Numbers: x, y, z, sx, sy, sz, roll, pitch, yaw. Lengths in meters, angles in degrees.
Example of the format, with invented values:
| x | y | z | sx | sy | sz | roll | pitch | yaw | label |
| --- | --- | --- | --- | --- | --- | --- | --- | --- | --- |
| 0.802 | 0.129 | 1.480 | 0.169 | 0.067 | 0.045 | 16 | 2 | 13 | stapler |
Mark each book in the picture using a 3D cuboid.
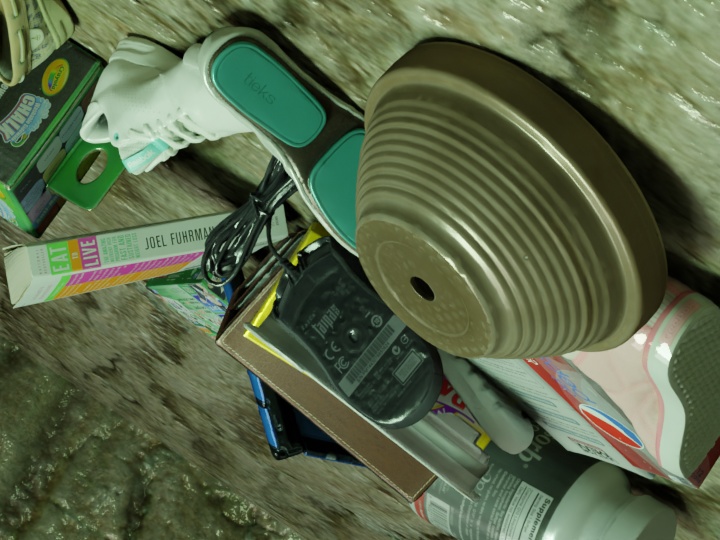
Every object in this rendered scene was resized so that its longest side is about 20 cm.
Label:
| x | y | z | sx | sy | sz | roll | pitch | yaw | label |
| --- | --- | --- | --- | --- | --- | --- | --- | --- | --- |
| -0.168 | -0.015 | 1.865 | 0.134 | 0.199 | 0.048 | 163 | 97 | -73 | book |

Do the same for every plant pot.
| x | y | z | sx | sy | sz | roll | pitch | yaw | label |
| --- | --- | --- | --- | --- | --- | --- | --- | --- | --- |
| 0.062 | -0.019 | 1.322 | 0.201 | 0.093 | 0.201 | 37 | 154 | 21 | plant pot |

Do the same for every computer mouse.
| x | y | z | sx | sy | sz | roll | pitch | yaw | label |
| --- | --- | --- | --- | --- | --- | --- | --- | --- | --- |
| 0.000 | 0.000 | 1.586 | 0.200 | 0.141 | 0.046 | 40 | -164 | 21 | computer mouse |

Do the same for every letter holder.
| x | y | z | sx | sy | sz | roll | pitch | yaw | label |
| --- | --- | --- | --- | --- | --- | --- | --- | --- | --- |
| 0.013 | 0.051 | 1.846 | 0.200 | 0.142 | 0.101 | 39 | -161 | -9 | letter holder |

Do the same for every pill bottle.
| x | y | z | sx | sy | sz | roll | pitch | yaw | label |
| --- | --- | --- | --- | --- | --- | --- | --- | --- | --- |
| 0.146 | 0.188 | 1.938 | 0.200 | 0.116 | 0.116 | 27 | 166 | 28 | pill bottle |

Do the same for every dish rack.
| x | y | z | sx | sy | sz | roll | pitch | yaw | label |
| --- | --- | --- | --- | --- | --- | --- | --- | --- | --- |
| 0.014 | 0.086 | 1.685 | 0.200 | 0.044 | 0.172 | 38 | 178 | 6 | dish rack |

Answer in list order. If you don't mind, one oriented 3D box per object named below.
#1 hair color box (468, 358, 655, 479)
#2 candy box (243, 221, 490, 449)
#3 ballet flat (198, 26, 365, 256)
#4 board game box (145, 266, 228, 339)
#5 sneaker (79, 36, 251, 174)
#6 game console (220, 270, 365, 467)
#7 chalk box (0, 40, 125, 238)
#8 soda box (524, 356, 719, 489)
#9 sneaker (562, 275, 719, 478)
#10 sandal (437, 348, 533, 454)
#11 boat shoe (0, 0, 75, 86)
| x | y | z | sx | sy | sz | roll | pitch | yaw | label |
| --- | --- | --- | --- | --- | --- | --- | --- | --- | --- |
| 0.125 | 0.054 | 1.621 | 0.200 | 0.061 | 0.099 | 43 | 166 | -30 | hair color box |
| 0.023 | 0.059 | 1.782 | 0.200 | 0.102 | 0.026 | 32 | -159 | -6 | candy box |
| -0.029 | -0.085 | 1.521 | 0.200 | 0.070 | 0.069 | 45 | 164 | -26 | ballet flat |
| -0.120 | 0.043 | 2.279 | 0.134 | 0.029 | 0.200 | 37 | 167 | -16 | board game box |
| -0.125 | -0.101 | 1.618 | 0.075 | 0.089 | 0.200 | 43 | 165 | -28 | sneaker |
| -0.039 | 0.067 | 2.008 | 0.200 | 0.118 | 0.171 | -113 | 8 | -60 | game console |
| -0.265 | -0.117 | 1.839 | 0.200 | 0.125 | 0.124 | 33 | 167 | 11 | chalk box |
| 0.157 | 0.056 | 1.535 | 0.200 | 0.064 | 0.070 | 44 | 165 | -33 | soda box |
| 0.170 | 0.050 | 1.464 | 0.104 | 0.075 | 0.200 | 30 | 164 | 26 | sneaker |
| 0.045 | 0.055 | 1.694 | 0.203 | 0.050 | 0.082 | 54 | -167 | 29 | sandal |
| -0.258 | -0.196 | 1.664 | 0.073 | 0.063 | 0.200 | 28 | 166 | 29 | boat shoe |
